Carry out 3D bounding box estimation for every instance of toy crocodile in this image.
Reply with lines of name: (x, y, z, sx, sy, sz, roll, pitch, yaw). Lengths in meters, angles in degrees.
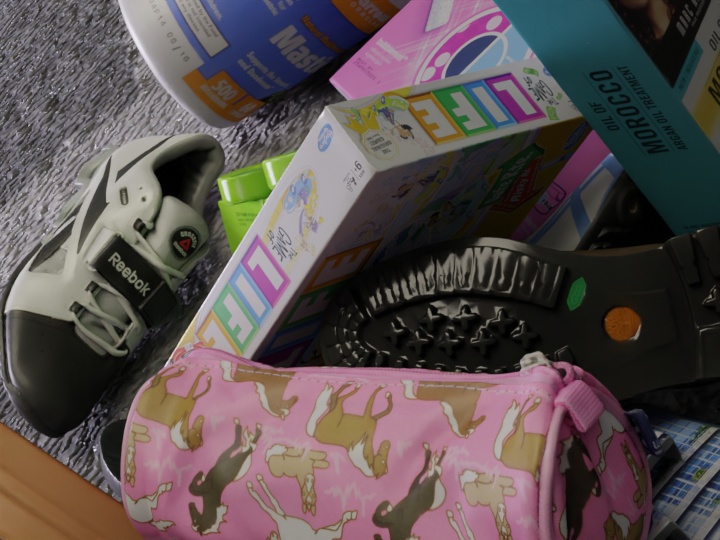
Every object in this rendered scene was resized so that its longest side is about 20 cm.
toy crocodile: (-0.023, -0.026, 0.994, 0.061, 0.068, 0.200, -18, 3, -21)

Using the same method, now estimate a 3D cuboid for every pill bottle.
pill bottle: (-0.029, -0.176, 1.149, 0.200, 0.112, 0.112, -32, 35, 17)

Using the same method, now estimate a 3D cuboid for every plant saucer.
plant saucer: (-0.120, 0.104, 0.846, 0.200, 0.200, 0.038, 20, 74, 54)

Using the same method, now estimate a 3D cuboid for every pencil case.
pencil case: (0.004, 0.073, 0.727, 0.199, 0.083, 0.087, 0, 56, 38)

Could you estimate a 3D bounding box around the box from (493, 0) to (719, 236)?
box: (0.124, -0.087, 0.805, 0.049, 0.200, 0.083, -6, 48, 43)

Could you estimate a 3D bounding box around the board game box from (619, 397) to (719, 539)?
board game box: (0.076, 0.130, 0.741, 0.199, 0.062, 0.200, 15, 64, 52)

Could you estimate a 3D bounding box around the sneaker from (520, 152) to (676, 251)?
sneaker: (0.080, 0.007, 0.864, 0.200, 0.072, 0.072, -50, 40, -12)

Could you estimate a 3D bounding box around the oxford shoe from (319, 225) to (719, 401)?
oxford shoe: (0.085, 0.024, 0.787, 0.199, 0.084, 0.073, -3, 84, 11)

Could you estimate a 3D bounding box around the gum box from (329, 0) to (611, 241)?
gum box: (0.075, -0.082, 0.973, 0.113, 0.066, 0.200, -44, 33, 0)

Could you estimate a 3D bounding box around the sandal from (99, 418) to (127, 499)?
sandal: (-0.047, 0.091, 0.901, 0.075, 0.048, 0.200, -14, 24, -34)

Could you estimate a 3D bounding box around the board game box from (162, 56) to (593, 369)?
board game box: (0.000, 0.000, 0.839, 0.034, 0.134, 0.200, 53, 135, 20)

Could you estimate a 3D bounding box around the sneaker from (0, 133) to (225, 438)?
sneaker: (-0.128, -0.003, 1.092, 0.088, 0.074, 0.201, -17, 41, 37)
